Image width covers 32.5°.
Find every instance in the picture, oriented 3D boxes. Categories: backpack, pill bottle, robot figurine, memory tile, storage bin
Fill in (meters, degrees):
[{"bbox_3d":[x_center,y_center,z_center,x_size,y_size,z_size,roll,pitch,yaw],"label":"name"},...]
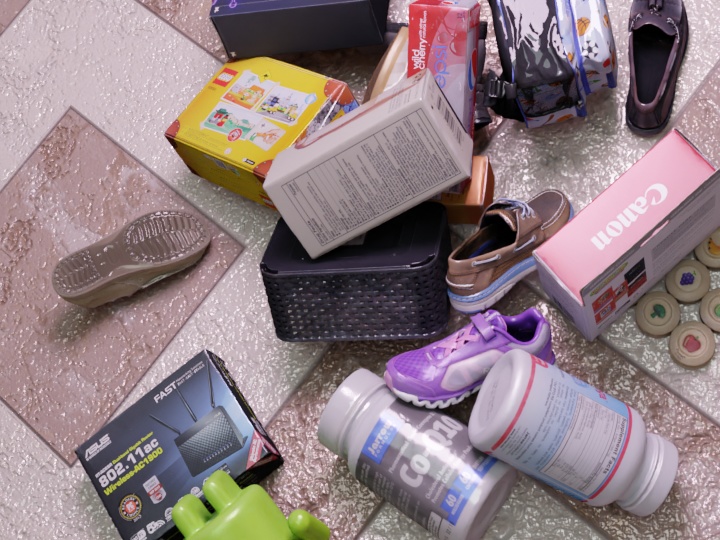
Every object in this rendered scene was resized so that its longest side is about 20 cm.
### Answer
[{"bbox_3d":[0.209,-0.257,1.388,0.151,0.191,0.203,-5,74,7],"label":"backpack"},{"bbox_3d":[0.217,0.170,1.255,0.198,0.109,0.110,27,79,-9],"label":"pill bottle"},{"bbox_3d":[-0.115,0.311,1.308,0.175,0.116,0.201,-37,90,0],"label":"robot figurine"},{"bbox_3d":[0.342,-0.005,1.362,0.153,0.017,0.200,-46,67,-3],"label":"memory tile"},{"bbox_3d":[0.000,0.000,1.375,0.197,0.095,0.136,-2,34,13],"label":"storage bin"},{"bbox_3d":[0.058,0.197,1.317,0.199,0.114,0.115,32,82,21],"label":"pill bottle"}]

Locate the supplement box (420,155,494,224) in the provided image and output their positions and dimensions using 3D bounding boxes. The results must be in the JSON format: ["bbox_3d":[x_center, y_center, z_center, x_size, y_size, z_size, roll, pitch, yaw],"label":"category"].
[{"bbox_3d":[0.054,-0.098,1.442,0.197,0.067,0.070,2,72,15],"label":"supplement box"}]

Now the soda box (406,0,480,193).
[{"bbox_3d":[0.088,-0.190,1.338,0.069,0.063,0.203,8,110,17],"label":"soda box"}]

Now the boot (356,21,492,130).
[{"bbox_3d":[0.067,-0.229,1.476,0.198,0.069,0.134,8,102,44],"label":"boot"}]

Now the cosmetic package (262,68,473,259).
[{"bbox_3d":[0.009,-0.111,1.296,0.198,0.104,0.088,-26,24,21],"label":"cosmetic package"}]

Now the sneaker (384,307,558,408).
[{"bbox_3d":[0.120,0.085,1.314,0.197,0.090,0.081,-8,37,-14],"label":"sneaker"}]

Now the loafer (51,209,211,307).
[{"bbox_3d":[-0.276,-0.013,1.502,0.197,0.068,0.077,-20,69,-10],"label":"loafer"}]

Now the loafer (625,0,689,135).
[{"bbox_3d":[0.340,-0.258,1.421,0.071,0.063,0.203,4,73,15],"label":"loafer"}]

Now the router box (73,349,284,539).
[{"bbox_3d":[-0.207,0.211,1.409,0.199,0.062,0.151,-37,66,0],"label":"router box"}]

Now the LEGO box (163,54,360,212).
[{"bbox_3d":[-0.112,-0.166,1.456,0.199,0.077,0.149,25,69,41],"label":"LEGO box"}]

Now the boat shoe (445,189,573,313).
[{"bbox_3d":[0.167,-0.038,1.352,0.072,0.073,0.200,17,47,38],"label":"boat shoe"}]

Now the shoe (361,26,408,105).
[{"bbox_3d":[0.026,-0.172,1.388,0.053,0.070,0.203,20,96,-9],"label":"shoe"}]

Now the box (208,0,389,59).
[{"bbox_3d":[-0.067,-0.336,1.472,0.197,0.079,0.143,-3,58,16],"label":"box"}]

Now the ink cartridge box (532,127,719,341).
[{"bbox_3d":[0.282,-0.042,1.286,0.199,0.176,0.084,-41,67,-2],"label":"ink cartridge box"}]
